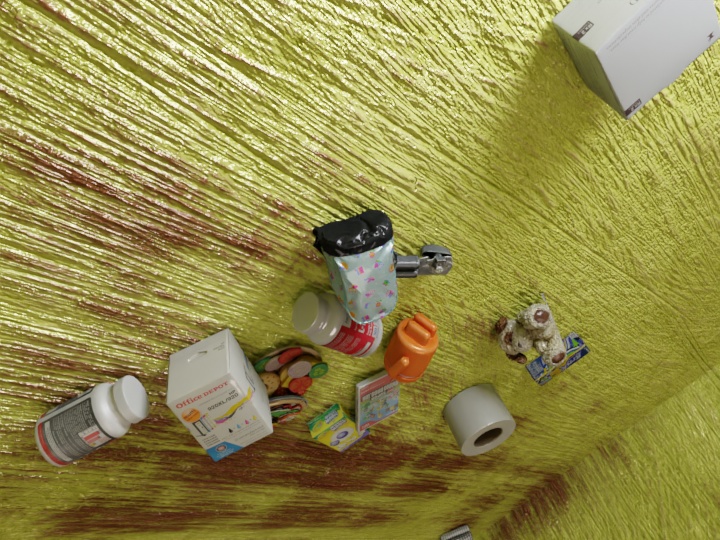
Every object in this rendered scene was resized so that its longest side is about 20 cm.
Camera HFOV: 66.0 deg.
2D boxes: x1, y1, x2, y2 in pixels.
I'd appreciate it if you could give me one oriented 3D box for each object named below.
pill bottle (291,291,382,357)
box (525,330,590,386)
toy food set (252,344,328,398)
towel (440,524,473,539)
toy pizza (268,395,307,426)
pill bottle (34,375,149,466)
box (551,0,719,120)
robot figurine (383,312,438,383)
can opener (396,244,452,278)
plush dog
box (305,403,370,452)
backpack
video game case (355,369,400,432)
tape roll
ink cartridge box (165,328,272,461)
[{"bbox_3d":[-0.051,0.116,1.214,0.112,0.113,0.198,-45,137,20],"label":"pill bottle"},{"bbox_3d":[0.640,0.287,1.799,0.199,0.065,0.070,-40,137,15],"label":"box"},{"bbox_3d":[-0.180,0.250,1.331,0.197,0.049,0.199,16,123,-38],"label":"toy food set"},{"bbox_3d":[0.497,1.401,2.853,0.162,0.086,0.202,-21,139,-6],"label":"towel"},{"bbox_3d":[-0.227,0.368,1.402,0.196,0.032,0.201,-15,153,-8],"label":"toy pizza"},{"bbox_3d":[-0.546,0.304,1.137,0.197,0.117,0.117,-27,140,0],"label":"pill bottle"},{"bbox_3d":[0.467,-0.409,0.939,0.199,0.132,0.199,-43,137,17],"label":"box"},{"bbox_3d":[0.124,0.202,1.394,0.114,0.146,0.203,9,130,-13],"label":"robot figurine"},{"bbox_3d":[0.107,-0.020,1.215,0.195,0.068,0.054,0,135,-9],"label":"can opener"},{"bbox_3d":[0.462,0.171,1.556,0.169,0.161,0.202,-23,113,18],"label":"plush dog"},{"bbox_3d":[-0.065,0.456,1.607,0.116,0.049,0.200,-35,137,8],"label":"box"},{"bbox_3d":[0.000,0.000,1.094,0.163,0.127,0.204,-13,123,-7],"label":"backpack"},{"bbox_3d":[0.049,0.362,1.560,0.141,0.017,0.203,-21,134,-24],"label":"video game case"},{"bbox_3d":[0.387,0.488,1.812,0.198,0.140,0.205,-15,138,-14],"label":"tape roll"},{"bbox_3d":[-0.297,0.262,1.173,0.145,0.145,0.202,-25,124,-1],"label":"ink cartridge box"}]
